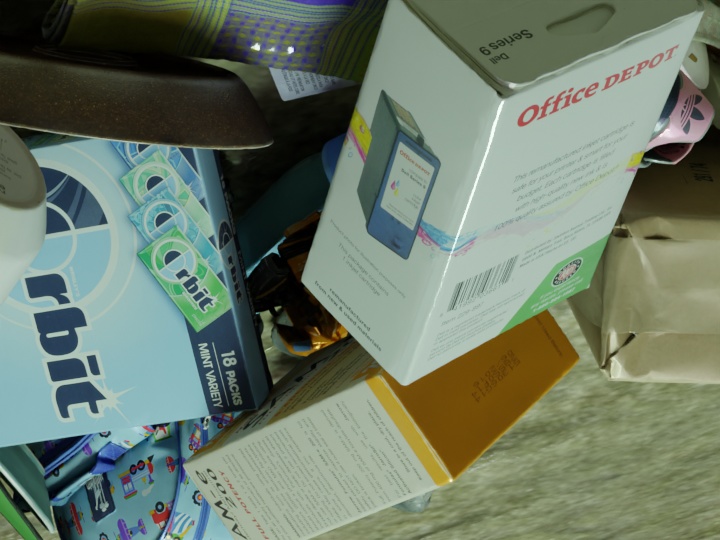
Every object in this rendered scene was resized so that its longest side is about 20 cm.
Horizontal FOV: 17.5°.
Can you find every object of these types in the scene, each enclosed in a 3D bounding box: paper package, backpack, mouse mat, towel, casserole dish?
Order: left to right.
[{"bbox_3d":[-0.249,0.132,1.528,0.008,0.161,0.200,-39,136,-14],"label":"mouse mat"},{"bbox_3d":[-0.149,0.129,1.576,0.134,0.201,0.182,12,148,-41],"label":"backpack"},{"bbox_3d":[-0.047,-0.134,1.134,0.199,0.023,0.144,5,154,-22],"label":"towel"},{"bbox_3d":[-0.031,-0.029,1.443,0.121,0.039,0.200,-18,163,-39],"label":"casserole dish"},{"bbox_3d":[0.218,-0.012,1.384,0.190,0.104,0.200,2,-162,-6],"label":"paper package"}]

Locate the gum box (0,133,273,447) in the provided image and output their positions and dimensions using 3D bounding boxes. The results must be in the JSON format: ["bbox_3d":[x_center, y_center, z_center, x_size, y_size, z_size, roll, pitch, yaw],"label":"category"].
[{"bbox_3d":[-0.165,0.008,1.323,0.199,0.171,0.045,-9,-166,14],"label":"gum box"}]

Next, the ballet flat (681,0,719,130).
[{"bbox_3d":[0.197,-0.117,1.348,0.067,0.063,0.200,-29,150,37],"label":"ballet flat"}]

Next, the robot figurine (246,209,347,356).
[{"bbox_3d":[0.000,0.000,1.394,0.145,0.058,0.200,-32,169,-4],"label":"robot figurine"}]

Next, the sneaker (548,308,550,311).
[{"bbox_3d":[0.094,0.008,1.380,0.073,0.200,0.116,-6,114,1],"label":"sneaker"}]

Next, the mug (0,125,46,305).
[{"bbox_3d":[-0.253,-0.013,1.213,0.153,0.150,0.186,-43,166,22],"label":"mug"}]

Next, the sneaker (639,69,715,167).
[{"bbox_3d":[0.141,-0.078,1.303,0.082,0.070,0.200,25,176,-1],"label":"sneaker"}]

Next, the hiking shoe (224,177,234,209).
[{"bbox_3d":[-0.169,-0.007,1.422,0.200,0.087,0.074,-39,165,6],"label":"hiking shoe"}]

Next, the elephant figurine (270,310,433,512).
[{"bbox_3d":[0.002,0.073,1.643,0.141,0.155,0.200,27,153,22],"label":"elephant figurine"}]

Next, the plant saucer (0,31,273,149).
[{"bbox_3d":[-0.140,-0.094,1.182,0.199,0.035,0.200,9,-171,-1],"label":"plant saucer"}]

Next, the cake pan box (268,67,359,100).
[{"bbox_3d":[0.027,-0.168,1.180,0.184,0.052,0.200,-14,156,1],"label":"cake pan box"}]

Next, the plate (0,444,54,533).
[{"bbox_3d":[-0.253,0.085,1.484,0.026,0.200,0.200,-41,158,-10],"label":"plate"}]

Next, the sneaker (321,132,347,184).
[{"bbox_3d":[0.059,-0.080,1.298,0.078,0.070,0.200,-30,179,32],"label":"sneaker"}]

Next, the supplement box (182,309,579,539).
[{"bbox_3d":[0.008,0.078,1.291,0.126,0.074,0.200,-40,-173,-40],"label":"supplement box"}]

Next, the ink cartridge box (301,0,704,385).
[{"bbox_3d":[0.068,-0.060,1.152,0.145,0.088,0.200,-26,150,-36],"label":"ink cartridge box"}]
